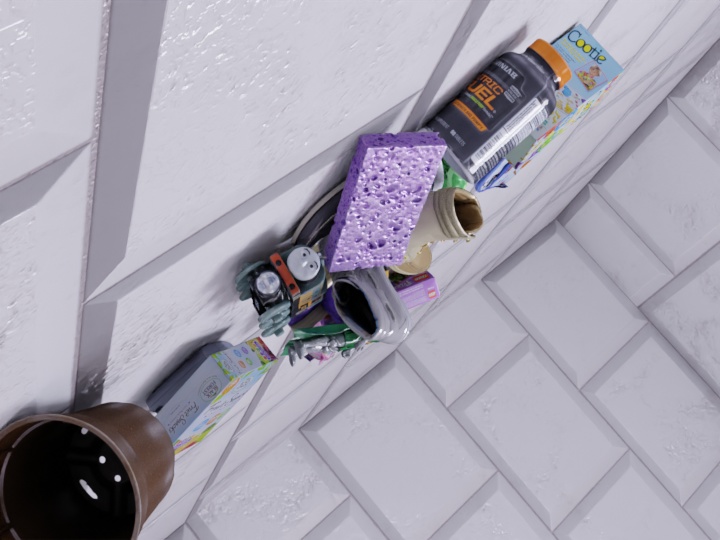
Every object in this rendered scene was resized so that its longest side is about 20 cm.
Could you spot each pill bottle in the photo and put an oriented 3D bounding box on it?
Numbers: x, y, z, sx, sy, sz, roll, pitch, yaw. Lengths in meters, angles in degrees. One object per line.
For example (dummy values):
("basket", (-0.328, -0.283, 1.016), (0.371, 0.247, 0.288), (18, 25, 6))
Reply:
("pill bottle", (0.190, -0.220, 1.321), (0.200, 0.106, 0.106), (-42, 170, 2))

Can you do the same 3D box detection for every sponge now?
("sponge", (0.027, -0.084, 1.228), (0.110, 0.030, 0.201), (-5, 136, -27))

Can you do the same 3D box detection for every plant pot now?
("plant pot", (-0.319, 0.249, 1.150), (0.200, 0.201, 0.198), (-43, 177, 8))

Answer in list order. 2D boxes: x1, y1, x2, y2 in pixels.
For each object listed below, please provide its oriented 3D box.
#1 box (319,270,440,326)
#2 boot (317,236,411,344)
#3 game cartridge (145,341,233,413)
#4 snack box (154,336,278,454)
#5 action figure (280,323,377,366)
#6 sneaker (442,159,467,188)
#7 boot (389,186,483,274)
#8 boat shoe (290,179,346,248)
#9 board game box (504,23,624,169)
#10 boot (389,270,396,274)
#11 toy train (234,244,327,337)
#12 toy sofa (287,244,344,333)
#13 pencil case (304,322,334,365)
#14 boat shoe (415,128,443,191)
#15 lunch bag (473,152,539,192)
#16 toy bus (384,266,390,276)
("box", (0.022, 0.044, 1.646), (0.198, 0.040, 0.137), (-21, -161, -7))
("boot", (-0.010, 0.010, 1.306), (0.074, 0.201, 0.095), (-44, 157, 17))
("game cartridge", (-0.243, 0.165, 1.496), (0.133, 0.041, 0.200), (-39, 171, 1))
("snack box", (-0.225, 0.189, 1.415), (0.200, 0.053, 0.142), (-47, 170, 21))
("action figure", (-0.016, 0.106, 1.530), (0.198, 0.055, 0.118), (-11, 167, -26))
("sneaker", (0.140, -0.176, 1.435), (0.201, 0.074, 0.083), (-58, 162, 22))
("boot", (0.101, -0.054, 1.361), (0.200, 0.154, 0.074), (49, 46, -51))
("boat shoe", (-0.004, -0.084, 1.266), (0.200, 0.063, 0.073), (-42, 173, 3))
("board game box", (0.289, -0.267, 1.507), (0.199, 0.105, 0.103), (-38, 170, -19))
("boot", (0.091, -0.069, 1.601), (0.200, 0.070, 0.146), (-48, 174, 34))
("toy train", (-0.097, 0.021, 1.265), (0.113, 0.086, 0.200), (-32, 171, -10))
("toy sofa", (-0.067, 0.042, 1.471), (0.083, 0.098, 0.200), (-39, 171, -18))
("pencil case", (-0.030, 0.093, 1.879), (0.199, 0.088, 0.088), (-39, 170, -23))
("boat shoe", (0.071, -0.124, 1.369), (0.065, 0.074, 0.201), (-24, 156, -11))
("lunch bag", (0.264, -0.220, 1.714), (0.200, 0.076, 0.160), (-48, 166, 27))
("toy bus", (0.000, 0.000, 1.486), (0.065, 0.079, 0.201), (-32, 157, -13))
